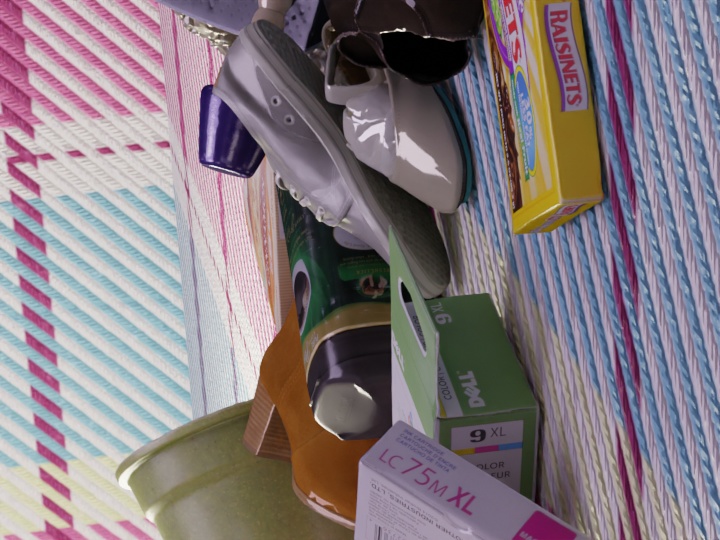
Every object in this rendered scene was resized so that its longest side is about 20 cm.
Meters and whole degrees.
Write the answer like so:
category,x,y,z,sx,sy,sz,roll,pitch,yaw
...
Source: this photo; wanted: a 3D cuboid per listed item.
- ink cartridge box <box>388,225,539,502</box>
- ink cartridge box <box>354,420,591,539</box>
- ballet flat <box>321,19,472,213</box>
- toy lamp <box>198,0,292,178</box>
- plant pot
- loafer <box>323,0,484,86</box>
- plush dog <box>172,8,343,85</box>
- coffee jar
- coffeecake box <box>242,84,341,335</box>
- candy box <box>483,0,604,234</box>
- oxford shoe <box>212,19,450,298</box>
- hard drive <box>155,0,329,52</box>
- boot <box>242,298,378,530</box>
category,x,y,z,sx,sy,sz,roll,pitch,yaw
ink cartridge box,0.054,0.081,1.383,0.104,0.059,0.201,-110,15,-53
ink cartridge box,0.052,0.174,1.324,0.119,0.042,0.201,31,143,21
ballet flat,0.014,-0.096,1.511,0.200,0.069,0.070,-108,14,-55
toy lamp,-0.058,-0.158,1.614,0.058,0.058,0.201,155,130,-81
plant pot,-0.058,0.203,1.905,0.201,0.199,0.185,110,141,-72
loafer,0.023,-0.132,1.391,0.200,0.072,0.072,136,129,-79
plush dog,-0.069,-0.237,1.801,0.172,0.160,0.201,-42,52,47
coffee jar,0.000,0.000,1.612,0.104,0.085,0.201,108,156,-62
coffeecake box,-0.041,-0.056,1.898,0.200,0.072,0.154,-109,14,-59
candy box,0.078,-0.123,1.193,0.102,0.026,0.202,146,118,-77
oxford shoe,-0.018,-0.059,1.543,0.200,0.058,0.075,51,-163,10
hard drive,-0.082,-0.230,1.714,0.199,0.042,0.136,25,104,35
boot,-0.002,0.086,1.746,0.201,0.070,0.145,32,105,46
